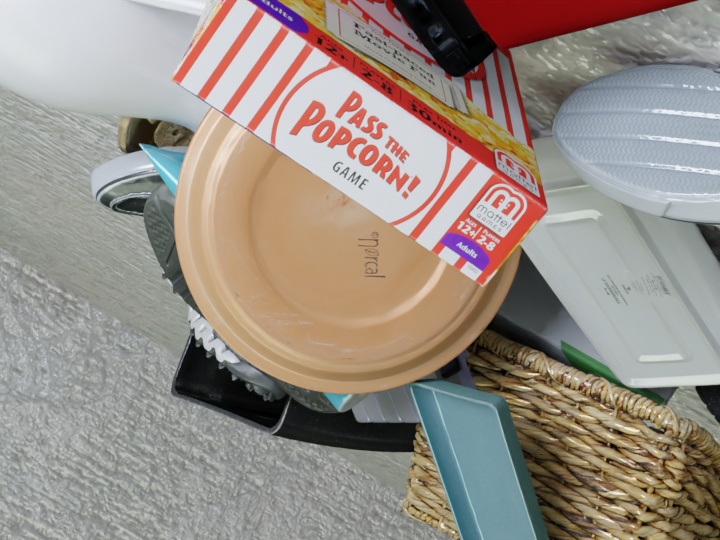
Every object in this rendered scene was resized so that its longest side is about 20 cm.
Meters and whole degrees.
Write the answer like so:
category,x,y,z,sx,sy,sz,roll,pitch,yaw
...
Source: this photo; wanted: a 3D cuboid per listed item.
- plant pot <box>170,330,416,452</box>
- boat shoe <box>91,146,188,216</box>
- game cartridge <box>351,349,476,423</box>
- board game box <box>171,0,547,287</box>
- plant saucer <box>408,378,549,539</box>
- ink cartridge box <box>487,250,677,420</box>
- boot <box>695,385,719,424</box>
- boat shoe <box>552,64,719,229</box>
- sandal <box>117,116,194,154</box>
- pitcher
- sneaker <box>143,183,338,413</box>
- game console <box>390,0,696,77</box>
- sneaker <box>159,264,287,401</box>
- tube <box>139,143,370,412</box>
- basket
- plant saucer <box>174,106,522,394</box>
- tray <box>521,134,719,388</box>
category,x,y,z,sx,sy,sz,roll,pitch,yaw
plant pot,-0.013,0.050,1.148,0.177,0.201,0.199,25,171,-32
boat shoe,-0.099,-0.046,1.014,0.197,0.069,0.074,1,161,-6
game cartridge,0.000,0.000,0.874,0.129,0.038,0.201,-7,106,65
board game box,0.003,-0.092,0.618,0.151,0.046,0.200,33,-157,-15
plant saucer,0.084,0.150,0.828,0.070,0.019,0.201,11,130,45
ink cartridge box,0.146,0.040,0.962,0.146,0.083,0.200,29,168,7
boot,0.229,0.022,0.785,0.200,0.070,0.131,40,153,-29
boat shoe,0.179,-0.039,0.614,0.199,0.072,0.062,18,160,35
sandal,-0.132,-0.104,1.062,0.069,0.078,0.212,28,176,-2
pitcher,-0.136,-0.151,0.816,0.199,0.122,0.171,24,159,-23
sneaker,-0.058,-0.005,0.960,0.199,0.115,0.076,43,144,-16
game console,0.028,-0.180,0.531,0.200,0.118,0.173,46,-169,-49
sneaker,-0.088,0.017,1.050,0.066,0.091,0.200,36,-171,-38
tube,-0.056,-0.005,0.854,0.200,0.050,0.077,50,-169,13
basket,0.146,0.114,0.903,0.199,0.150,0.142,22,-160,38
plant saucer,-0.005,-0.028,0.776,0.199,0.201,0.032,32,-173,-8
tray,0.141,0.005,0.747,0.107,0.022,0.200,-8,134,40
